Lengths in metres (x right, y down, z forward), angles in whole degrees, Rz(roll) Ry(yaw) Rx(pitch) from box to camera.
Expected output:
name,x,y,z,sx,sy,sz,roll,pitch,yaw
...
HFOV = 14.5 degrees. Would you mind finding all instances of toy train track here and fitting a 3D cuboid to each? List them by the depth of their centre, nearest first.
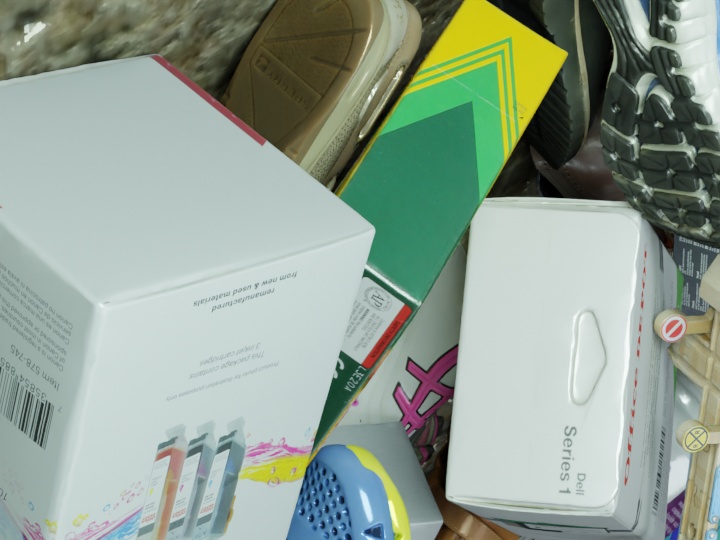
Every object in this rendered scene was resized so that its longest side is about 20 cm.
name,x,y,z,sx,sy,sz,roll,pitch,yaw
toy train track,0.154,0.090,1.331,0.032,0.115,0.201,-2,112,-22

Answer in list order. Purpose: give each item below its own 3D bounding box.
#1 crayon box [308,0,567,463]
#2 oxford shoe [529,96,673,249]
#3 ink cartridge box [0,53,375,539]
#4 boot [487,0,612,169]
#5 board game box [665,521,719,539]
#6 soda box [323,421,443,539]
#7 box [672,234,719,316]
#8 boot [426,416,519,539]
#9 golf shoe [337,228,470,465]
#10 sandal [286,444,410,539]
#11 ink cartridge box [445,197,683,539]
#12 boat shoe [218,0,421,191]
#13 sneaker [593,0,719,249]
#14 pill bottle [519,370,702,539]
name,x,y,z,sx,sy,sz,roll,pitch,yaw
crayon box,0.000,0.000,1.251,0.173,0.058,0.200,-57,-179,-42
oxford shoe,0.130,-0.052,1.484,0.072,0.072,0.200,-9,165,9
ink cartridge box,-0.111,0.043,1.130,0.144,0.145,0.201,-16,134,-43
boot,0.120,-0.141,1.295,0.138,0.077,0.200,-39,157,-16
board game box,0.161,0.180,1.779,0.200,0.152,0.045,-43,163,5
soda box,-0.065,0.126,1.400,0.199,0.068,0.064,-3,140,-24
box,0.214,-0.050,1.519,0.200,0.049,0.162,78,32,-64
boot,0.076,0.123,1.562,0.200,0.076,0.156,86,24,-77
golf shoe,0.010,0.051,1.449,0.092,0.073,0.201,-20,149,-35
sandal,-0.039,0.171,1.283,0.087,0.079,0.201,10,106,-32
ink cartridge box,0.103,0.053,1.371,0.200,0.084,0.147,39,56,-73
boat shoe,-0.043,-0.039,1.226,0.200,0.071,0.064,-50,153,16
sneaker,0.153,-0.099,1.233,0.089,0.078,0.201,-35,130,-34
pill bottle,0.147,0.120,1.711,0.200,0.112,0.112,-42,155,3
